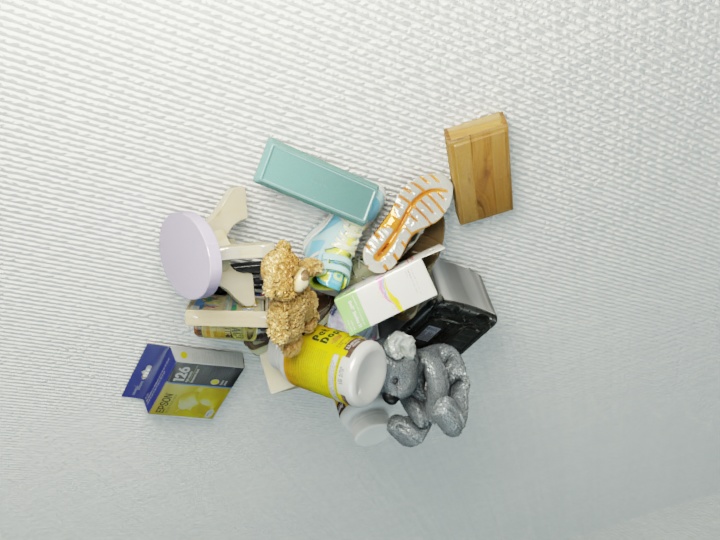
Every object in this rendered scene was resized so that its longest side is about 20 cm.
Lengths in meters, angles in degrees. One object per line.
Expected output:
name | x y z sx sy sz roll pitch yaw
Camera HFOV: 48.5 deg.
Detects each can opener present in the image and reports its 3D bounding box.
can opener | -0.183 0.009 1.380 0.194 0.065 0.079 1 168 -4

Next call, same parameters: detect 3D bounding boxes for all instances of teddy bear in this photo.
teddy bear | -0.099 0.049 1.219 0.144 0.066 0.204 -38 142 -43

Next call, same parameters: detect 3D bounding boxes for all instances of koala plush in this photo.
koala plush | 0.079 0.185 1.425 0.198 0.187 0.176 31 144 -24

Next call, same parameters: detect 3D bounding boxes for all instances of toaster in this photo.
toaster | 0.146 0.081 1.525 0.177 0.121 0.200 14 135 -33

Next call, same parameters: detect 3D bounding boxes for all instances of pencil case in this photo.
pencil case | -0.013 0.108 1.476 0.092 0.082 0.200 -58 171 -5

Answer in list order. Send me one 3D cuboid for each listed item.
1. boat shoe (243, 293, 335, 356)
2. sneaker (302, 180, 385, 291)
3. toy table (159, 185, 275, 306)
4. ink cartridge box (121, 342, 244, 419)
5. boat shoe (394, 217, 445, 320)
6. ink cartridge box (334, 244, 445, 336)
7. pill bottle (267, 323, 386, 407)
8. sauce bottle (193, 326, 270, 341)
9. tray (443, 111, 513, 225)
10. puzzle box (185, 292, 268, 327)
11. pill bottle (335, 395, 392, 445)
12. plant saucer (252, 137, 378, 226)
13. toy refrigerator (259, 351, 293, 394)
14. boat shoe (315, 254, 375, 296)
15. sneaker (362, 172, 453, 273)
boat shoe | -0.138 0.091 1.484 0.199 0.076 0.075 -30 128 13
sneaker | -0.022 -0.043 1.301 0.078 0.133 0.200 23 130 -27
toy table | -0.220 -0.028 1.221 0.115 0.198 0.189 -10 113 -34
ink cartridge box | -0.357 0.226 1.601 0.196 0.048 0.199 7 138 -30
boat shoe | 0.095 -0.016 1.406 0.070 0.065 0.205 19 105 -1
ink cartridge box | 0.059 0.030 1.317 0.196 0.069 0.117 -26 -177 3
pill bottle | -0.060 0.150 1.330 0.196 0.111 0.109 13 158 35
sauce bottle | -0.199 0.093 1.434 0.194 0.067 0.067 1 143 3
tray | 0.197 -0.161 1.310 0.096 0.038 0.202 -16 143 2
puzzle box | -0.216 0.062 1.322 0.129 0.200 0.026 2 97 -8
pill bottle | -0.002 0.238 1.586 0.106 0.203 0.111 -13 144 -10
plant saucer | -0.063 -0.132 1.218 0.196 0.019 0.071 21 95 -25
toy refrigerator | -0.131 0.186 1.527 0.068 0.078 0.200 -19 173 6
boat shoe | 0.000 0.000 1.424 0.196 0.072 0.063 -4 129 -35
sneaker | 0.075 -0.080 1.318 0.200 0.078 0.077 -46 176 -3
